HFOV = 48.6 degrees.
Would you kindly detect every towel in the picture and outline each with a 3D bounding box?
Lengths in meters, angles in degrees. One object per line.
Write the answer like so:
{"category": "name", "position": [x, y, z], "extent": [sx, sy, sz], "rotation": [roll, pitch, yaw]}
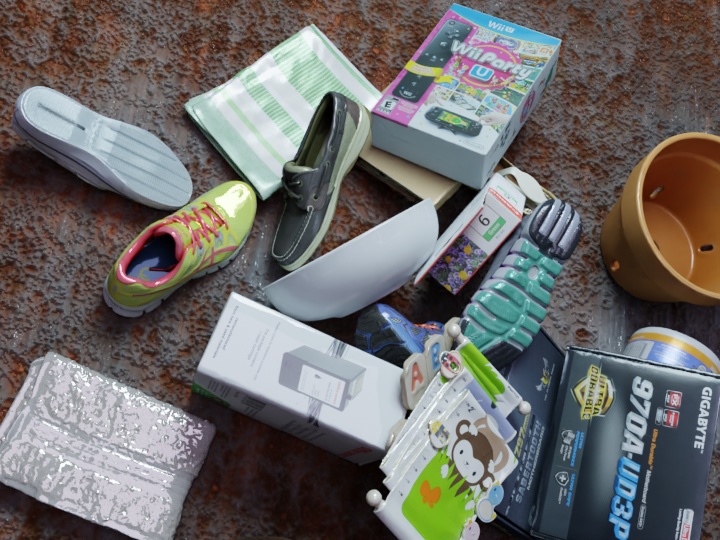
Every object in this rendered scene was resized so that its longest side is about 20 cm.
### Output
{"category": "towel", "position": [-0.086, -0.194, 0.939], "extent": [0.199, 0.023, 0.153], "rotation": [-39, 77, -21]}
{"category": "towel", "position": [-0.255, 0.176, 0.791], "extent": [0.198, 0.034, 0.134], "rotation": [24, 70, -7]}

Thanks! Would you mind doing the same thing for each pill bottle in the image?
{"category": "pill bottle", "position": [0.320, 0.175, 0.899], "extent": [0.112, 0.112, 0.201], "rotation": [34, 69, -2]}

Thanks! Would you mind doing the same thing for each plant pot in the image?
{"category": "plant pot", "position": [0.386, -0.044, 0.967], "extent": [0.197, 0.140, 0.203], "rotation": [4, 72, -13]}

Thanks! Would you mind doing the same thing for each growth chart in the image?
{"category": "growth chart", "position": [0.088, 0.171, 0.734], "extent": [0.144, 0.018, 0.201], "rotation": [41, 64, -20]}

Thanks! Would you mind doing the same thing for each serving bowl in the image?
{"category": "serving bowl", "position": [0.000, 0.000, 0.826], "extent": [0.199, 0.200, 0.066], "rotation": [-29, 91, -20]}

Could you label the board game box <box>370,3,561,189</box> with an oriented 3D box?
{"category": "board game box", "position": [0.123, -0.206, 0.926], "extent": [0.146, 0.065, 0.201], "rotation": [25, 62, 19]}

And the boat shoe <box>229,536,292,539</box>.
{"category": "boat shoe", "position": [-0.148, 0.314, 0.767], "extent": [0.200, 0.075, 0.076], "rotation": [-6, 99, -17]}

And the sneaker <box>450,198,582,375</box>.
{"category": "sneaker", "position": [0.153, 0.021, 0.821], "extent": [0.074, 0.087, 0.201], "rotation": [37, 80, -7]}

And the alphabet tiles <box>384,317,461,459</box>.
{"category": "alphabet tiles", "position": [0.087, 0.158, 0.803], "extent": [0.200, 0.014, 0.198], "rotation": [-34, 121, -48]}

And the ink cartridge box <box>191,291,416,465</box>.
{"category": "ink cartridge box", "position": [-0.061, 0.115, 0.800], "extent": [0.198, 0.146, 0.085], "rotation": [25, 69, -7]}

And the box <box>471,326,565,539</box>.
{"category": "box", "position": [0.165, 0.167, 0.849], "extent": [0.158, 0.051, 0.202], "rotation": [42, 60, -42]}

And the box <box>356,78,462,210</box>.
{"category": "box", "position": [0.086, -0.176, 0.961], "extent": [0.163, 0.021, 0.200], "rotation": [35, 67, 23]}

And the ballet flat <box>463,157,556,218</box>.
{"category": "ballet flat", "position": [0.164, -0.123, 0.974], "extent": [0.199, 0.063, 0.069], "rotation": [37, 68, -1]}

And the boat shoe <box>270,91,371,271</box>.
{"category": "boat shoe", "position": [-0.057, -0.101, 0.878], "extent": [0.066, 0.071, 0.203], "rotation": [26, 90, -41]}

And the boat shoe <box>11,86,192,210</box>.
{"category": "boat shoe", "position": [-0.276, -0.127, 0.860], "extent": [0.199, 0.066, 0.074], "rotation": [35, 61, -26]}

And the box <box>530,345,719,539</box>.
{"category": "box", "position": [0.271, 0.191, 0.813], "extent": [0.157, 0.046, 0.202], "rotation": [10, 75, 22]}

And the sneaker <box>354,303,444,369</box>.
{"category": "sneaker", "position": [0.059, 0.084, 0.847], "extent": [0.200, 0.075, 0.079], "rotation": [44, 48, -45]}

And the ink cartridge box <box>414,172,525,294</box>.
{"category": "ink cartridge box", "position": [0.121, -0.035, 0.853], "extent": [0.050, 0.200, 0.109], "rotation": [40, 110, 0]}

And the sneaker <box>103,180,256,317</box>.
{"category": "sneaker", "position": [-0.182, -0.030, 0.842], "extent": [0.078, 0.090, 0.200], "rotation": [44, 67, 3]}
